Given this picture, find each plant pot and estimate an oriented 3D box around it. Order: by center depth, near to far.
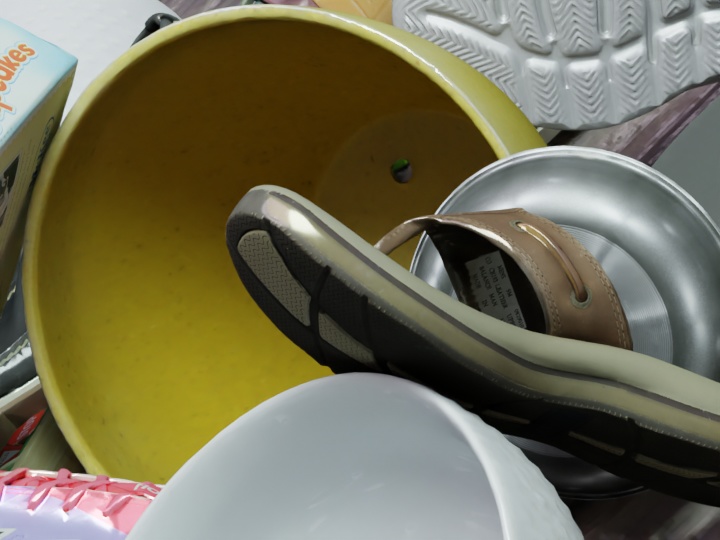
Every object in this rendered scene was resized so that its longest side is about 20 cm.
[{"bbox_3d":[0.000,0.000,1.001,0.200,0.201,0.142,-32,-4,25],"label":"plant pot"}]

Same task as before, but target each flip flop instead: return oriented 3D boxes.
[{"bbox_3d":[0.053,0.016,0.821,0.081,0.199,0.058,146,142,-70],"label":"flip flop"}]

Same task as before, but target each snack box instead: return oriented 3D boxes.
[{"bbox_3d":[-0.159,0.022,0.976,0.116,0.037,0.201,-59,-7,-51],"label":"snack box"}]

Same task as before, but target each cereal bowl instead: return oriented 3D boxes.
[{"bbox_3d":[-0.002,0.136,0.806,0.200,0.083,0.201,-30,44,34],"label":"cereal bowl"}]

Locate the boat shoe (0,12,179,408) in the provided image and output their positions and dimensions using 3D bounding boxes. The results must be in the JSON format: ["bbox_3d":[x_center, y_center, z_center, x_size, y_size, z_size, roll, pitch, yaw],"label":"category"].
[{"bbox_3d":[-0.118,-0.022,1.184,0.072,0.068,0.200,-5,44,53],"label":"boat shoe"}]

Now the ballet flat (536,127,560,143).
[{"bbox_3d":[0.044,-0.083,1.178,0.199,0.069,0.072,-6,65,11],"label":"ballet flat"}]

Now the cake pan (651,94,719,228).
[{"bbox_3d":[0.156,-0.024,0.938,0.200,0.037,0.201,-37,21,17],"label":"cake pan"}]

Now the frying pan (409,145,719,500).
[{"bbox_3d":[0.032,0.026,0.896,0.189,0.116,0.031,-11,9,22],"label":"frying pan"}]

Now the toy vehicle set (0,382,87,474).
[{"bbox_3d":[-0.164,0.118,1.021,0.124,0.027,0.200,-32,18,30],"label":"toy vehicle set"}]

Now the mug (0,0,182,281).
[{"bbox_3d":[-0.115,-0.047,1.319,0.200,0.148,0.176,-35,32,17],"label":"mug"}]

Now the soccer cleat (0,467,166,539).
[{"bbox_3d":[-0.072,0.091,0.922,0.067,0.199,0.077,-62,-13,-55],"label":"soccer cleat"}]

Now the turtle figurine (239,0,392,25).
[{"bbox_3d":[-0.009,-0.088,1.113,0.200,0.150,0.101,-48,18,-13],"label":"turtle figurine"}]

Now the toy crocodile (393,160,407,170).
[{"bbox_3d":[-0.016,-0.013,1.209,0.067,0.062,0.200,-32,28,24],"label":"toy crocodile"}]

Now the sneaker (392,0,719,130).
[{"bbox_3d":[0.113,-0.107,1.074,0.199,0.078,0.112,-1,20,5],"label":"sneaker"}]
